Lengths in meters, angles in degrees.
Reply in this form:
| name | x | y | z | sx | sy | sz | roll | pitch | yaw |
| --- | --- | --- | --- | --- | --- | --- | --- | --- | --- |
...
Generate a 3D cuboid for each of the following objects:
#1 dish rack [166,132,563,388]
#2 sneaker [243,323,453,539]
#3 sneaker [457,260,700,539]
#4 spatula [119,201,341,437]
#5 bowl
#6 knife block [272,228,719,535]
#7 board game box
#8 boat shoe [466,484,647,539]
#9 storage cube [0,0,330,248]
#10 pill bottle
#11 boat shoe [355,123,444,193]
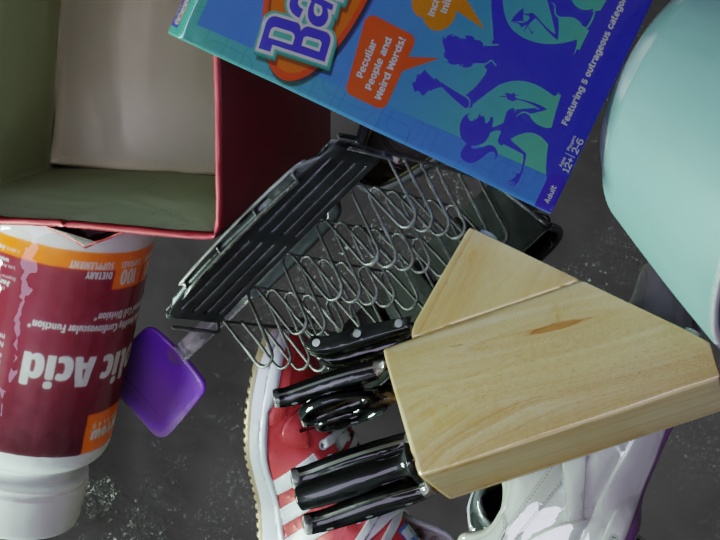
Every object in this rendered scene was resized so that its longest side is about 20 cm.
| name | x | y | z | sx | sy | sz | roll | pitch | yaw |
| --- | --- | --- | --- | --- | --- | --- | --- | --- | --- |
| dish rack | 0.000 | 0.000 | 0.882 | 0.153 | 0.200 | 0.055 | -45 | 62 | 21 |
| sneaker | -0.004 | 0.129 | 0.972 | 0.112 | 0.071 | 0.201 | 4 | 111 | 21 |
| sneaker | 0.116 | 0.076 | 0.884 | 0.099 | 0.075 | 0.201 | 22 | 76 | 8 |
| spatula | -0.080 | 0.022 | 1.000 | 0.057 | 0.021 | 0.200 | 46 | 111 | 2 |
| bowl | 0.191 | -0.069 | 0.817 | 0.105 | 0.200 | 0.202 | 34 | 111 | 29 |
| knife block | 0.060 | 0.080 | 0.837 | 0.199 | 0.064 | 0.176 | 26 | 83 | 23 |
| board game box | 0.032 | -0.136 | 0.782 | 0.199 | 0.045 | 0.153 | 23 | 96 | -16 |
| boat shoe | 0.146 | 0.176 | 0.927 | 0.199 | 0.068 | 0.074 | 40 | 81 | 11 |
| storage cube | -0.121 | -0.123 | 0.897 | 0.170 | 0.180 | 0.201 | 4 | 104 | 17 |
| pill bottle | -0.194 | 0.049 | 0.994 | 0.114 | 0.114 | 0.201 | 19 | 107 | 13 |
| boat shoe | 0.059 | -0.110 | 0.877 | 0.072 | 0.065 | 0.200 | 38 | 129 | -8 |
